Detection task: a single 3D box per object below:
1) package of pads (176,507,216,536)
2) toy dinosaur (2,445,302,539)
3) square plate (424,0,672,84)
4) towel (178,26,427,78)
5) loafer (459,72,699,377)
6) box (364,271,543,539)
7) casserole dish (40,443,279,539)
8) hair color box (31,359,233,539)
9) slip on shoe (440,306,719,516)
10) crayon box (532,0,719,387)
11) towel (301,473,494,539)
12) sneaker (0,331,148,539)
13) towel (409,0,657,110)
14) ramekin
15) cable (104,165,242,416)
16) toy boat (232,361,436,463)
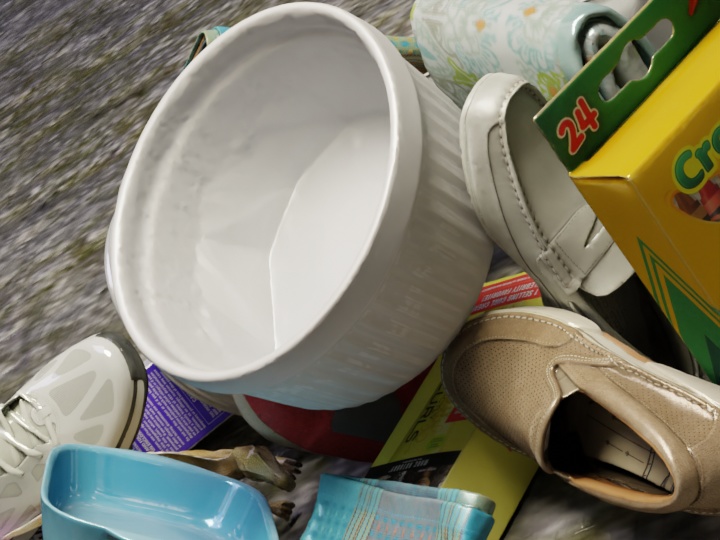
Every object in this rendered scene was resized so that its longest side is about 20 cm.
[{"bbox_3d":[-0.160,0.218,1.243,0.199,0.068,0.155,-19,30,39],"label":"package of pads"},{"bbox_3d":[-0.105,0.122,1.282,0.199,0.101,0.059,-15,64,33],"label":"toy dinosaur"},{"bbox_3d":[0.132,-0.093,1.287,0.197,0.199,0.029,-22,64,33],"label":"square plate"},{"bbox_3d":[-0.010,-0.100,1.290,0.147,0.199,0.022,131,137,-64],"label":"towel"},{"bbox_3d":[0.111,-0.015,1.096,0.069,0.200,0.070,3,47,41],"label":"loafer"},{"bbox_3d":[0.062,0.083,1.180,0.075,0.050,0.200,-16,30,46],"label":"box"},{"bbox_3d":[-0.105,0.131,1.124,0.200,0.120,0.039,-132,55,-81],"label":"casserole dish"},{"bbox_3d":[-0.142,0.100,1.423,0.200,0.065,0.109,-38,3,-1],"label":"hair color box"},{"bbox_3d":[0.101,0.070,1.054,0.060,0.077,0.199,-16,27,-39],"label":"slip on shoe"},{"bbox_3d":[0.181,-0.032,1.016,0.127,0.200,0.051,-46,23,-19],"label":"crayon box"},{"bbox_3d":[-0.018,0.189,1.042,0.146,0.022,0.201,0,60,60],"label":"towel"},{"bbox_3d":[-0.212,0.116,1.289,0.201,0.076,0.115,-47,-21,20],"label":"sneaker"},{"bbox_3d":[0.119,-0.059,1.156,0.048,0.200,0.171,-44,25,-18],"label":"towel"},{"bbox_3d":[-0.023,-0.023,1.130,0.199,0.105,0.201,-21,57,36],"label":"ramekin"},{"bbox_3d":[-0.058,-0.008,1.355,0.200,0.199,0.069,-59,6,-37],"label":"cable"},{"bbox_3d":[0.000,0.000,1.247,0.131,0.130,0.201,-39,47,47],"label":"toy boat"}]
